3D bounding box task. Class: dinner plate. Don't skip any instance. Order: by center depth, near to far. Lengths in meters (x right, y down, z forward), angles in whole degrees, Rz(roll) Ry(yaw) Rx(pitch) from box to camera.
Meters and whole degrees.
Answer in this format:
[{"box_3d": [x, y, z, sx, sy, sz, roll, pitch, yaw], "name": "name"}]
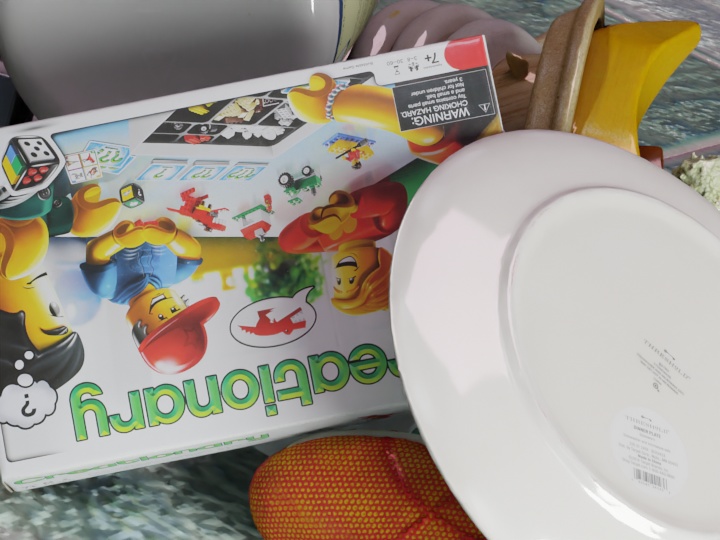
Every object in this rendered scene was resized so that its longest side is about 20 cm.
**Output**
[{"box_3d": [0.097, 0.035, 0.903, 0.199, 0.024, 0.201, 18, 54, -26], "name": "dinner plate"}]

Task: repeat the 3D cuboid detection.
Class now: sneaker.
[{"box_3d": [0.040, 0.114, 0.900, 0.199, 0.073, 0.077, 25, 32, 25], "name": "sneaker"}]

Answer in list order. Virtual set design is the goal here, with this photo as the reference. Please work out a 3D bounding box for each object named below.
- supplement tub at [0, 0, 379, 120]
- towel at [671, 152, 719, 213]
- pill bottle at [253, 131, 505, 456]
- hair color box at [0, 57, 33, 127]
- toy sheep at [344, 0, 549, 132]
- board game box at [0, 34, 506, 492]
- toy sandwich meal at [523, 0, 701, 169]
[{"box_3d": [-0.065, -0.133, 1.132, 0.144, 0.146, 0.200, 19, 22, 3], "name": "supplement tub"}, {"box_3d": [0.182, 0.042, 1.043, 0.036, 0.149, 0.199, -13, -24, 36], "name": "towel"}, {"box_3d": [0.000, 0.000, 1.071, 0.119, 0.120, 0.200, 19, 21, 3], "name": "pill bottle"}, {"box_3d": [-0.247, -0.105, 1.208, 0.199, 0.061, 0.099, 18, 21, -2], "name": "hair color box"}, {"box_3d": [0.029, -0.063, 1.235, 0.199, 0.139, 0.137, -12, 0, 38], "name": "toy sheep"}, {"box_3d": [-0.040, -0.002, 0.945, 0.198, 0.127, 0.035, -11, -11, -1], "name": "board game box"}, {"box_3d": [0.100, -0.014, 1.078, 0.070, 0.207, 0.205, 9, 20, 8], "name": "toy sandwich meal"}]
